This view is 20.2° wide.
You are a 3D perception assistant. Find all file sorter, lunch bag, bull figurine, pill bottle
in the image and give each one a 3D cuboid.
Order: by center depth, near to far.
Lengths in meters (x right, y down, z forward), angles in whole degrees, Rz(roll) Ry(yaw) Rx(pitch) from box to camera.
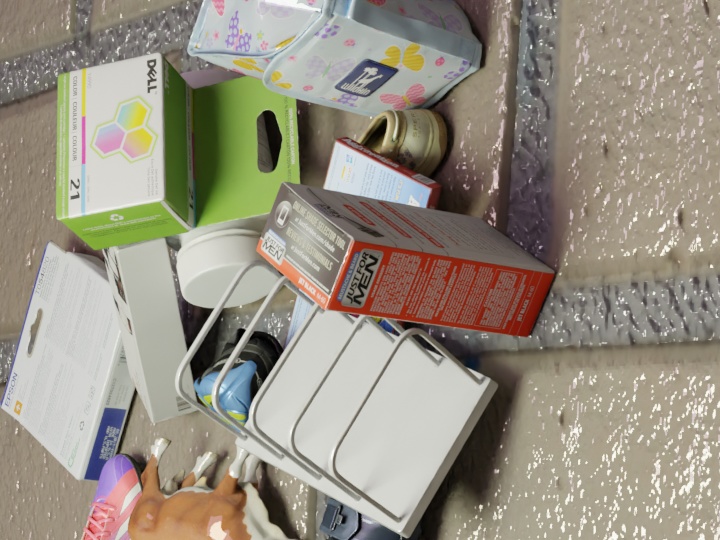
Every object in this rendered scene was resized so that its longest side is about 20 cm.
[{"bbox_3d":[-0.027,0.091,1.579,0.200,0.125,0.139,23,77,43],"label":"file sorter"},{"bbox_3d":[-0.021,-0.199,1.685,0.200,0.170,0.127,12,89,52],"label":"lunch bag"},{"bbox_3d":[-0.131,0.216,1.814,0.200,0.065,0.121,-1,66,39],"label":"bull figurine"},{"bbox_3d":[-0.134,-0.073,1.851,0.114,0.114,0.200,-37,54,42],"label":"pill bottle"}]

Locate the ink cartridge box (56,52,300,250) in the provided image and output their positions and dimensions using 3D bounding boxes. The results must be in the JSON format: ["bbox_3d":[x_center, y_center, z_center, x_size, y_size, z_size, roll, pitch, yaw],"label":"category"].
[{"bbox_3d":[-0.160,-0.114,1.769,0.200,0.076,0.148,-11,66,17],"label":"ink cartridge box"}]

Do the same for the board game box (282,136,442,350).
[{"bbox_3d":[0.000,0.000,1.682,0.103,0.019,0.200,29,118,29],"label":"board game box"}]

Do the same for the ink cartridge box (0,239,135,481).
[{"bbox_3d":[-0.291,0.090,2.082,0.200,0.041,0.200,32,108,51],"label":"ink cartridge box"}]

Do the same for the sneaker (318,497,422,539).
[{"bbox_3d":[-0.019,0.182,1.677,0.202,0.077,0.146,19,95,51],"label":"sneaker"}]

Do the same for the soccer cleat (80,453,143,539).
[{"bbox_3d":[-0.249,0.276,1.959,0.068,0.073,0.200,-9,75,51],"label":"soccer cleat"}]

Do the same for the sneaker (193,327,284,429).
[{"bbox_3d":[-0.099,0.096,1.773,0.083,0.071,0.200,-49,0,-9],"label":"sneaker"}]

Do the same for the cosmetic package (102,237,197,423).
[{"bbox_3d":[-0.199,0.038,1.879,0.083,0.051,0.200,-122,20,-53],"label":"cosmetic package"}]

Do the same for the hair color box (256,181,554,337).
[{"bbox_3d":[0.035,-0.007,1.545,0.111,0.200,0.064,40,113,49],"label":"hair color box"}]

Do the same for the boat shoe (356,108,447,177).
[{"bbox_3d":[-0.005,-0.069,1.725,0.200,0.063,0.073,-52,46,33],"label":"boat shoe"}]
